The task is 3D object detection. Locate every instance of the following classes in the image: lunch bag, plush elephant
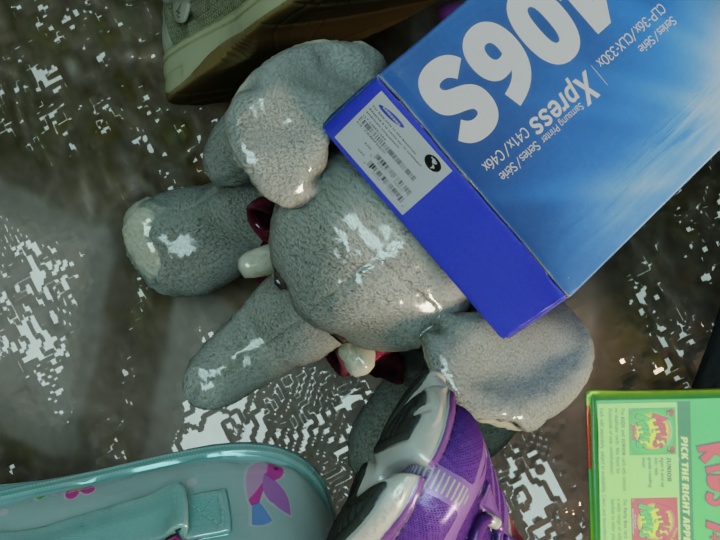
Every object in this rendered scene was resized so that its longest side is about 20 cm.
[{"bbox_3d":[-0.090,0.138,0.950,0.199,0.161,0.077,-12,41,2],"label":"lunch bag"},{"bbox_3d":[0.000,0.000,0.930,0.200,0.155,0.165,-41,85,25],"label":"plush elephant"}]

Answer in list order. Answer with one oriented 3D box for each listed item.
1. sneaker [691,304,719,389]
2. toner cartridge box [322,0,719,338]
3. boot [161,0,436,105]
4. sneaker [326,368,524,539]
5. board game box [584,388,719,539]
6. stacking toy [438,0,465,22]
[{"bbox_3d":[0.151,-0.042,0.997,0.115,0.075,0.200,32,78,11],"label":"sneaker"},{"bbox_3d":[0.086,-0.073,0.898,0.095,0.043,0.200,49,54,-3],"label":"toner cartridge box"},{"bbox_3d":[-0.030,-0.158,0.963,0.072,0.200,0.155,-7,80,-31],"label":"boot"},{"bbox_3d":[0.041,0.101,0.858,0.083,0.200,0.081,20,67,20],"label":"sneaker"},{"bbox_3d":[0.131,0.141,0.917,0.101,0.048,0.201,-1,87,6],"label":"board game box"},{"bbox_3d":[0.063,-0.123,0.999,0.116,0.110,0.201,-11,96,-14],"label":"stacking toy"}]
